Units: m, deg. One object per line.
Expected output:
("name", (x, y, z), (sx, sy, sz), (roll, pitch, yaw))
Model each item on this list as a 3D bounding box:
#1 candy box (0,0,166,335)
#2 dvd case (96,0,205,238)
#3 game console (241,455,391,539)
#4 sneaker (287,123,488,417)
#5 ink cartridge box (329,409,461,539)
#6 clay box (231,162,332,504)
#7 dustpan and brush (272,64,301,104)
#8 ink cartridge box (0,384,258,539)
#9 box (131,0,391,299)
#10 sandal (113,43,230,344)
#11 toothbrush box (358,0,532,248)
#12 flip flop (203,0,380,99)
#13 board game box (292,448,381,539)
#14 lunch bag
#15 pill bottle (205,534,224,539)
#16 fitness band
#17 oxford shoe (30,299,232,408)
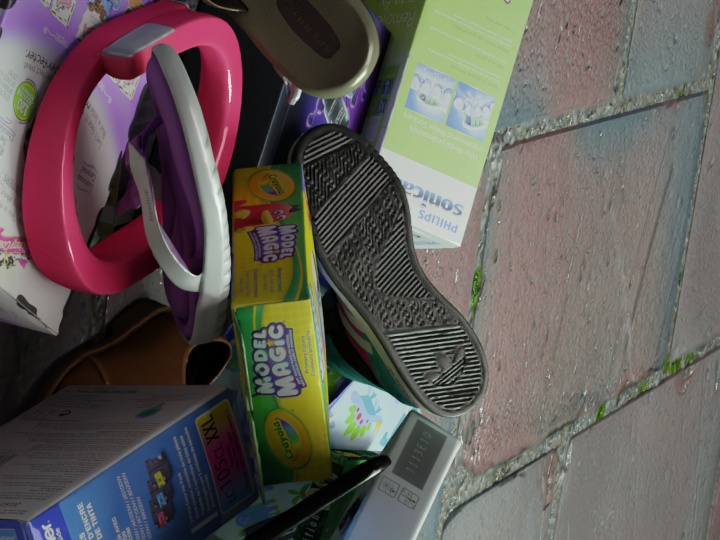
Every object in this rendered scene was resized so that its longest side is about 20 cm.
("candy box", (-0.187, -0.090, 1.278), (0.168, 0.071, 0.201), (52, 54, -63))
("dvd case", (-0.113, -0.127, 1.508), (0.149, 0.016, 0.201), (-22, 121, -65))
("game console", (-0.043, 0.192, 1.355), (0.200, 0.115, 0.177), (97, -6, -85))
("sneaker", (0.000, 0.000, 1.531), (0.083, 0.121, 0.201), (-32, 102, -20))
("ink cartridge box", (-0.018, 0.207, 1.502), (0.174, 0.043, 0.200), (-57, -177, 43))
("clay box", (-0.045, 0.034, 1.368), (0.200, 0.047, 0.116), (-98, -179, -62))
("dustpan and brush", (-0.052, -0.196, 1.425), (0.140, 0.057, 0.201), (138, -41, -66))
("ink cartridge box", (-0.171, 0.135, 1.312), (0.200, 0.136, 0.077), (-31, 111, -46))
("box", (-0.061, -0.088, 1.536), (0.141, 0.078, 0.201), (35, 70, -64))
("sandal", (-0.101, -0.028, 1.263), (0.050, 0.083, 0.203), (-18, 139, -14))
("toothbrush box", (0.027, -0.122, 1.655), (0.086, 0.145, 0.201), (20, 81, -28))
("flip flop", (-0.072, -0.174, 1.359), (0.081, 0.200, 0.058), (-44, 178, 18))
("board game box", (-0.030, 0.215, 1.599), (0.105, 0.023, 0.201), (15, 94, -66))
("lunch bag", (-0.051, 0.123, 1.666), (0.200, 0.127, 0.170), (-48, 150, -23))
("pill bottle", (-0.143, 0.223, 1.494), (0.200, 0.115, 0.117), (-7, 109, -66))
("fitness band", (-0.122, -0.067, 1.315), (0.200, 0.037, 0.145), (-37, 139, -60))
("oxford shoe", (-0.145, 0.085, 1.476), (0.200, 0.071, 0.072), (-49, 146, -45))
